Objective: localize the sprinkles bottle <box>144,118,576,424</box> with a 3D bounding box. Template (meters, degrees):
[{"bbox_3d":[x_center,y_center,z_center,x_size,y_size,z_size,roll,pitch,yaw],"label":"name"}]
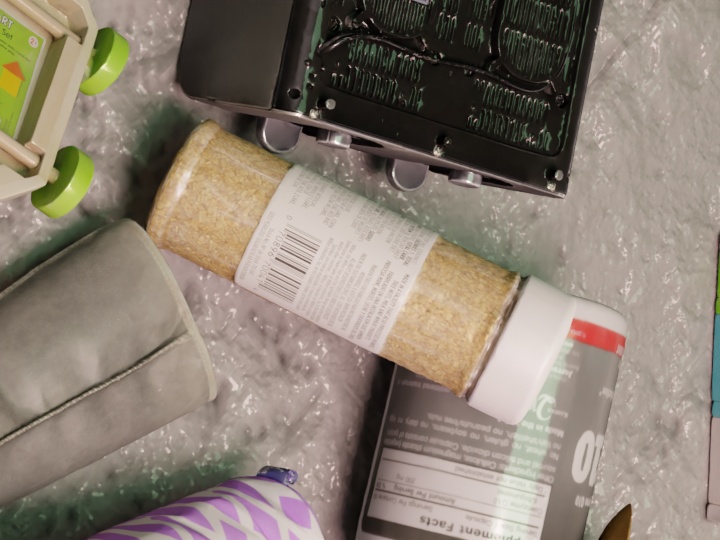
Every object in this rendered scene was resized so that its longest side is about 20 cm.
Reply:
[{"bbox_3d":[0.000,0.000,1.039,0.200,0.068,0.068,26,75,2],"label":"sprinkles bottle"}]

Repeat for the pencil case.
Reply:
[{"bbox_3d":[-0.087,0.152,0.991,0.200,0.085,0.084,-19,122,-58],"label":"pencil case"}]

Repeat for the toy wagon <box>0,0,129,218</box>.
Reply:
[{"bbox_3d":[-0.171,-0.121,0.968,0.155,0.040,0.200,38,50,-34],"label":"toy wagon"}]

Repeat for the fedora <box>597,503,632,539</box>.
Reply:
[{"bbox_3d":[0.132,0.218,1.132,0.082,0.201,0.201,23,76,7],"label":"fedora"}]

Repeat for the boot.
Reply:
[{"bbox_3d":[-0.152,0.094,1.005,0.200,0.073,0.182,-29,111,-38],"label":"boot"}]

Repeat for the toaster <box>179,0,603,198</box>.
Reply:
[{"bbox_3d":[0.023,-0.145,1.075,0.181,0.119,0.200,14,85,-36],"label":"toaster"}]

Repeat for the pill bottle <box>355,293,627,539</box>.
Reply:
[{"bbox_3d":[0.061,0.108,1.121,0.114,0.114,0.200,17,83,-35],"label":"pill bottle"}]

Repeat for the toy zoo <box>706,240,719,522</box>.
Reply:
[{"bbox_3d":[0.263,0.079,1.319,0.131,0.020,0.200,0,93,-35],"label":"toy zoo"}]
